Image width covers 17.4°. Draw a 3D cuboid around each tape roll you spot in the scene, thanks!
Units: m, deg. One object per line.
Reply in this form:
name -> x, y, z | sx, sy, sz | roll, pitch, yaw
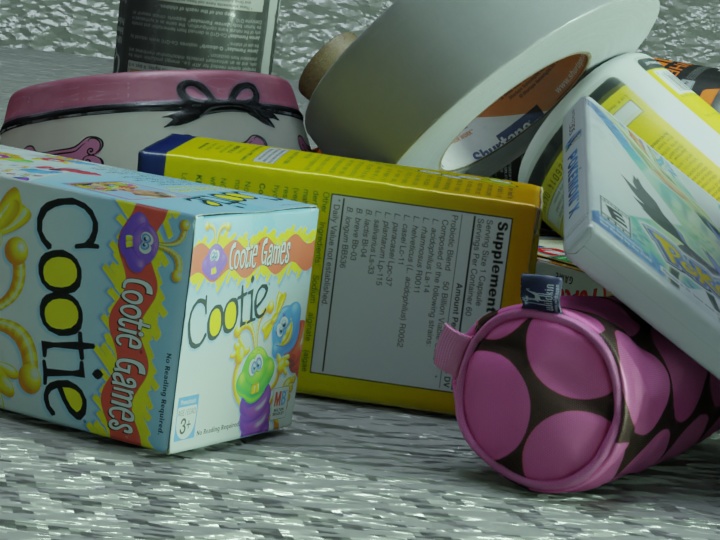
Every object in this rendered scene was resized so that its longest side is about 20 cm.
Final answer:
tape roll -> 0.067, -0.112, 1.301 | 0.066, 0.200, 0.200 | 54, 23, 11

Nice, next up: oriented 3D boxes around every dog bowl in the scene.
dog bowl -> -0.120, -0.069, 1.372 | 0.199, 0.074, 0.200 | -4, -3, 0

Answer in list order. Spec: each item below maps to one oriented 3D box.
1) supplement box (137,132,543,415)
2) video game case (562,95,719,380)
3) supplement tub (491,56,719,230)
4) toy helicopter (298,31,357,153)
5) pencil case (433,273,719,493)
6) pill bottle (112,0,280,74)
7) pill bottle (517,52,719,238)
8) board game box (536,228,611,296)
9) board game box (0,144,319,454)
supplement box -> -0.013, 0.001, 1.185 | 0.199, 0.110, 0.110 | 8, 9, 3
video game case -> 0.176, 0.012, 1.105 | 0.200, 0.022, 0.182 | 37, 20, -10
supplement tub -> 0.188, -0.074, 1.502 | 0.199, 0.123, 0.122 | 12, 10, 27
toy helicopter -> 0.004, -0.105, 1.426 | 0.079, 0.132, 0.200 | 46, 12, 16
pencil case -> 0.114, 0.044, 1.081 | 0.093, 0.091, 0.200 | 18, 9, 26
pill bottle -> -0.121, -0.134, 1.683 | 0.116, 0.201, 0.116 | 8, 8, -1
pill bottle -> 0.192, -0.022, 1.318 | 0.200, 0.112, 0.112 | 44, 23, 20
board game box -> 0.141, 0.010, 1.477 | 0.151, 0.047, 0.199 | 0, 11, -42
board game box -> -0.134, 0.006, 1.057 | 0.199, 0.104, 0.105 | 12, 9, 29
